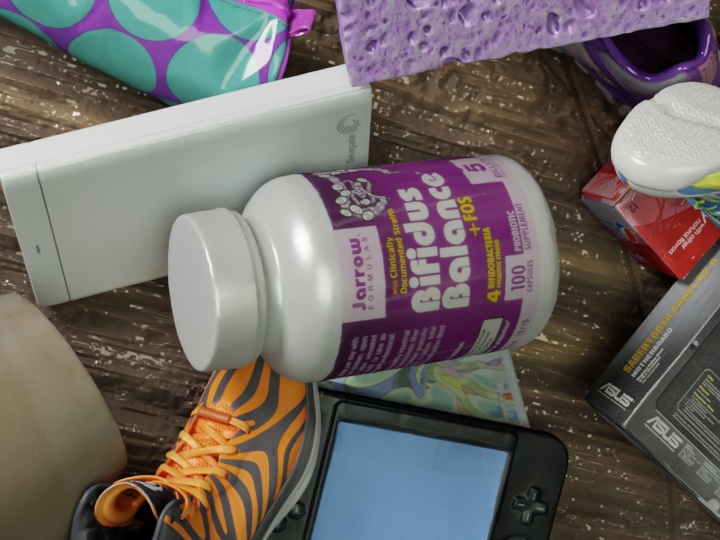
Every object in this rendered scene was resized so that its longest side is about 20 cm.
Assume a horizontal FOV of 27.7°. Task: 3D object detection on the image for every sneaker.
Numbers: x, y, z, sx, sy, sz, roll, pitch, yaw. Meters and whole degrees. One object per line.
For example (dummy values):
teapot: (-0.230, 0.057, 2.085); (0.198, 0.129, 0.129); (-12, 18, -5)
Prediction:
sneaker: (0.127, -0.156, 0.834); (0.199, 0.088, 0.081); (33, 89, 6)
sneaker: (-0.087, 0.112, 0.788); (0.112, 0.077, 0.202); (44, 57, -57)
sneaker: (0.208, -0.050, 0.810); (0.198, 0.076, 0.106); (-16, 136, -33)

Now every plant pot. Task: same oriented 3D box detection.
plant pot: (-0.226, 0.105, 0.772); (0.173, 0.199, 0.201); (-35, 106, -23)

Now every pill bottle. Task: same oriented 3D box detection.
pill bottle: (0.000, 0.000, 0.799); (0.198, 0.112, 0.114); (-8, 101, -24)

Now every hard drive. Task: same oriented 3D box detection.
hard drive: (-0.092, -0.044, 0.807); (0.198, 0.132, 0.027); (-16, 60, -12)

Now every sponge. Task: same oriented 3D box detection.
sponge: (0.082, -0.165, 0.738); (0.197, 0.030, 0.113); (-11, 128, -5)

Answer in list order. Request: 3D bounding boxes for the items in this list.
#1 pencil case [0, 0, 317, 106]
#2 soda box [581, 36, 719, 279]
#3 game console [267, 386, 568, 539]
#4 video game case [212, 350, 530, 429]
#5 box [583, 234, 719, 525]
pencil case: (-0.130, -0.155, 0.791); (0.198, 0.086, 0.093); (27, 131, -18)
soda box: (0.231, -0.093, 0.906); (0.070, 0.063, 0.200); (44, 88, -17)
game console: (0.032, 0.178, 0.851); (0.198, 0.116, 0.178); (12, 97, -17)
video game case: (0.008, 0.077, 0.899); (0.180, 0.022, 0.202); (-19, 103, -11)
box: (0.258, 0.082, 0.929); (0.200, 0.048, 0.159); (40, 87, -29)
